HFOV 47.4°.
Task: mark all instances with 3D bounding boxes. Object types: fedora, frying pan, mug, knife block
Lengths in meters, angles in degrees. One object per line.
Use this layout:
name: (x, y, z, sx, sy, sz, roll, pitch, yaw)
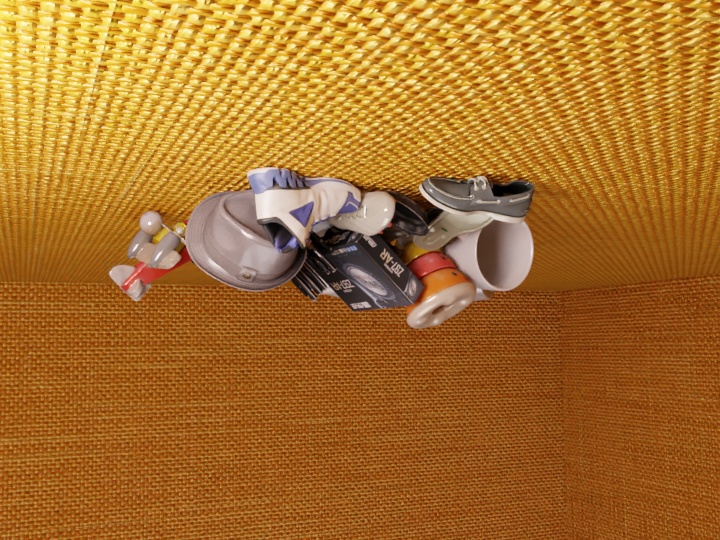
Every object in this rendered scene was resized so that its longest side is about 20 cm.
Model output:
fedora: (-0.170, -0.065, 1.286, 0.196, 0.180, 0.091, 25, 145, -9)
frying pan: (0.062, -0.090, 1.407, 0.113, 0.031, 0.190, 32, 166, -1)
mug: (0.206, -0.051, 1.583, 0.197, 0.151, 0.174, 28, 169, -29)
knife block: (-0.140, -0.037, 1.399, 0.194, 0.181, 0.064, 1, 174, -16)

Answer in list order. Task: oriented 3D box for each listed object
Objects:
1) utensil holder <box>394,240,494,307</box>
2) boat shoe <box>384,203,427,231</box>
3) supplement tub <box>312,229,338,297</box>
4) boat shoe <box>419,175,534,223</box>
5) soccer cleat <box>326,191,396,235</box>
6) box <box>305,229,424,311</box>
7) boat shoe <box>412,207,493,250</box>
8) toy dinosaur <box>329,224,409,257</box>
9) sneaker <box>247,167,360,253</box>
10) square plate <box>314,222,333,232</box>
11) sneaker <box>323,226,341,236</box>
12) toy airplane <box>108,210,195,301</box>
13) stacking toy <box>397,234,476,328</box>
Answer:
utensil holder: (0.191, -0.008, 1.843, 0.195, 0.175, 0.169, -6, 173, 27)
boat shoe: (0.069, -0.101, 1.493, 0.066, 0.058, 0.199, 38, 158, -14)
supplement tub: (-0.060, -0.019, 1.796, 0.140, 0.149, 0.200, -2, 175, 10)
boat shoe: (0.182, -0.124, 1.265, 0.195, 0.074, 0.063, 9, 128, -25)
soccer cleat: (-0.012, -0.097, 1.343, 0.076, 0.071, 0.199, 16, 174, -29)
box: (0.000, 0.000, 1.486, 0.160, 0.044, 0.198, 47, 152, -21)
boat shoe: (0.168, -0.101, 1.441, 0.071, 0.069, 0.198, 34, 144, -25)
toy dinosaur: (0.014, -0.045, 1.506, 0.101, 0.078, 0.199, 35, 164, -24)
sneaker: (-0.091, -0.083, 1.244, 0.079, 0.119, 0.196, -4, 174, 44)
square plate: (-0.168, -0.093, 1.618, 0.196, 0.029, 0.197, -3, 174, 30)
sneaker: (0.009, -0.050, 1.631, 0.196, 0.079, 0.070, 15, 160, 27)
toy airplane: (-0.387, -0.039, 1.546, 0.195, 0.144, 0.200, -13, -160, 19)
stacking toy: (0.117, -0.007, 1.537, 0.143, 0.203, 0.147, -23, 161, -8)
